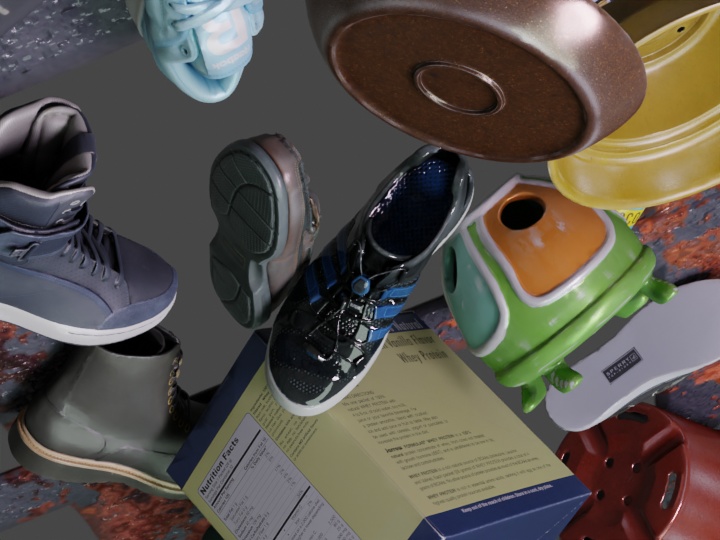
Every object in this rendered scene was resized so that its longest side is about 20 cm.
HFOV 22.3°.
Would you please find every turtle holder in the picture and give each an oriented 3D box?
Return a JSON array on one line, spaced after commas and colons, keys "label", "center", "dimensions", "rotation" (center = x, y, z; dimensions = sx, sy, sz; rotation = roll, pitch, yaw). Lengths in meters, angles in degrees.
[{"label": "turtle holder", "center": [0.124, 0.003, 1.262], "dimensions": [0.141, 0.132, 0.186], "rotation": [-42, 180, 9]}]

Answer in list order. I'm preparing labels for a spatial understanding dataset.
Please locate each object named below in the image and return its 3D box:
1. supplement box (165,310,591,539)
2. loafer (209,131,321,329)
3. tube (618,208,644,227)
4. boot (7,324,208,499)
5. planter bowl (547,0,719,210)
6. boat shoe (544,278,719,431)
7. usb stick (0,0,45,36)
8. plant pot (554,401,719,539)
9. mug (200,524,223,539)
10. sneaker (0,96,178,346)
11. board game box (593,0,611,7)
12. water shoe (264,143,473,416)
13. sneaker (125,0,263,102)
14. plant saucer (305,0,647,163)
[{"label": "supplement box", "center": [0.013, 0.148, 1.284], "dimensions": [0.200, 0.200, 0.134], "rotation": [-5, 134, -55]}, {"label": "loafer", "center": [-0.056, -0.034, 1.163], "dimensions": [0.063, 0.072, 0.200], "rotation": [-32, 162, -23]}, {"label": "tube", "center": [0.159, -0.018, 1.341], "dimensions": [0.077, 0.050, 0.200], "rotation": [-7, 141, -33]}, {"label": "boot", "center": [-0.132, 0.093, 1.297], "dimensions": [0.200, 0.078, 0.138], "rotation": [3, 137, -38]}, {"label": "planter bowl", "center": [0.195, -0.131, 1.139], "dimensions": [0.200, 0.084, 0.201], "rotation": [-17, 150, -10]}, {"label": "boat shoe", "center": [0.242, 0.068, 1.515], "dimensions": [0.200, 0.069, 0.057], "rotation": [-33, 167, 20]}, {"label": "usb stick", "center": [-0.136, -0.178, 0.900], "dimensions": [0.200, 0.033, 0.055], "rotation": [-34, 152, 20]}, {"label": "plant pot", "center": [0.283, 0.216, 1.658], "dimensions": [0.201, 0.201, 0.195], "rotation": [-37, 139, 23]}, {"label": "mug", "center": [-0.042, 0.225, 1.508], "dimensions": [0.152, 0.185, 0.114], "rotation": [30, 122, -25]}, {"label": "sneaker", "center": [-0.166, -0.027, 1.076], "dimensions": [0.202, 0.077, 0.146], "rotation": [9, 140, -40]}, {"label": "board game box", "center": [0.092, -0.205, 0.993], "dimensions": [0.151, 0.046, 0.200], "rotation": [-28, 149, 11]}, {"label": "water shoe", "center": [0.000, 0.000, 1.169], "dimensions": [0.200, 0.071, 0.079], "rotation": [-57, 172, -7]}, {"label": "sneaker", "center": [-0.074, -0.143, 0.902], "dimensions": [0.074, 0.082, 0.200], "rotation": [-30, 169, -9]}, {"label": "plant saucer", "center": [0.058, -0.113, 1.014], "dimensions": [0.200, 0.035, 0.200], "rotation": [18, 160, 7]}]
